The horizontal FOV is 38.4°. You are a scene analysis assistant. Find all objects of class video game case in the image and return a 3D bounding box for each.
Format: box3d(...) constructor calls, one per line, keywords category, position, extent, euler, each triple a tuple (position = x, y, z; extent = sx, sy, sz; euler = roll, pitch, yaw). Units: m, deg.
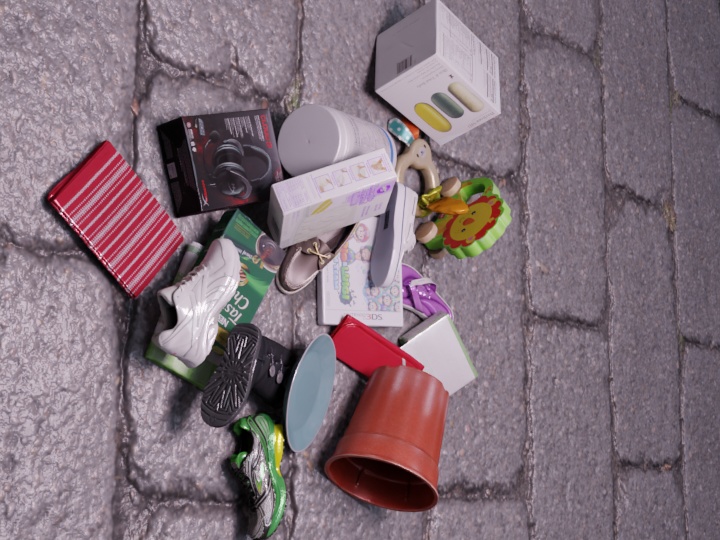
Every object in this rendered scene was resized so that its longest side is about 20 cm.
box3d(category="video game case", position=(0.000, 0.000, 1.860), extent=(0.181, 0.024, 0.202), euler=(4, 81, -37))

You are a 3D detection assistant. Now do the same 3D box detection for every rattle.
box3d(category="rattle", position=(0.127, -0.205, 1.959), extent=(0.129, 0.143, 0.202), euler=(6, 86, -26))

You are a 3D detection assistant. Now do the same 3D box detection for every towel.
box3d(category="towel", position=(-0.359, -0.076, 1.530), extent=(0.200, 0.022, 0.145), euler=(55, 48, -27))
box3d(category="towel", position=(-0.248, 0.075, 1.619), extent=(0.149, 0.031, 0.201), euler=(35, 63, -34))

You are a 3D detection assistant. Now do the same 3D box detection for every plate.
box3d(category="plate", position=(-0.089, 0.200, 1.710), extent=(0.200, 0.025, 0.202), euler=(11, 90, -71))

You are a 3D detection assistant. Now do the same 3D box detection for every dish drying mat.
box3d(category="dish drying mat", position=(0.027, 0.156, 1.849), extent=(0.200, 0.018, 0.077), euler=(35, 95, -31))

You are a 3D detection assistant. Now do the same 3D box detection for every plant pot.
box3d(category="plant pot", position=(0.061, 0.283, 1.786), extent=(0.201, 0.200, 0.196), euler=(43, 50, -32))

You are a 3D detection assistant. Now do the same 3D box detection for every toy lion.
box3d(category="toy lion", position=(0.211, -0.103, 1.985), extent=(0.069, 0.191, 0.201), euler=(48, 53, -29))

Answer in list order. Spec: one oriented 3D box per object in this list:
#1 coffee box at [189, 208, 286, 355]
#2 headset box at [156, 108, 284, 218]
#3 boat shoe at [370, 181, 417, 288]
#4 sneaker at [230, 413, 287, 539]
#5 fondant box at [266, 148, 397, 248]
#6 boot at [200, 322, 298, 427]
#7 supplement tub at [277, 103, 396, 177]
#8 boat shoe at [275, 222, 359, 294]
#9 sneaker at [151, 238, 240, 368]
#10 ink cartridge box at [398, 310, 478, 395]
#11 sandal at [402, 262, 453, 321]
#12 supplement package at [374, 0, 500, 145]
box3d(category="coffee box", position=(-0.205, 0.019, 1.614), extent=(0.123, 0.044, 0.201), euler=(44, 59, -30))
box3d(category="headset box", position=(-0.211, -0.175, 1.654), extent=(0.199, 0.077, 0.150), euler=(-14, 93, -44))
box3d(category="boat shoe", position=(0.070, -0.060, 1.861), extent=(0.065, 0.073, 0.201), euler=(20, 73, -29))
box3d(category="sneaker", position=(-0.170, 0.327, 1.633), extent=(0.085, 0.078, 0.202), euler=(7, 70, -37))
box3d(category="fondant box", position=(-0.049, -0.116, 1.687), extent=(0.199, 0.144, 0.059), euler=(-21, 73, -15))
box3d(category="boot", position=(-0.167, 0.183, 1.614), extent=(0.166, 0.065, 0.200), euler=(-66, 162, -12))
box3d(category="supplement tub", position=(-0.037, -0.203, 1.765), extent=(0.200, 0.131, 0.133), euler=(5, 80, -59))
box3d(category="boat shoe", position=(-0.070, -0.042, 1.766), extent=(0.072, 0.059, 0.200), euler=(47, 65, -16))
box3d(category="sneaker", position=(-0.242, 0.034, 1.504), extent=(0.099, 0.078, 0.201), euler=(29, 65, -28))
box3d(category="ink cartridge box", position=(0.111, 0.190, 1.944), extent=(0.199, 0.048, 0.146), euler=(-32, 108, -17))
box3d(category="sandal", position=(0.120, 0.046, 1.971), extent=(0.202, 0.050, 0.083), euler=(37, 59, -35))
box3d(category="supplement package", position=(0.148, -0.374, 1.967), extent=(0.200, 0.151, 0.152), euler=(34, 45, -37))
